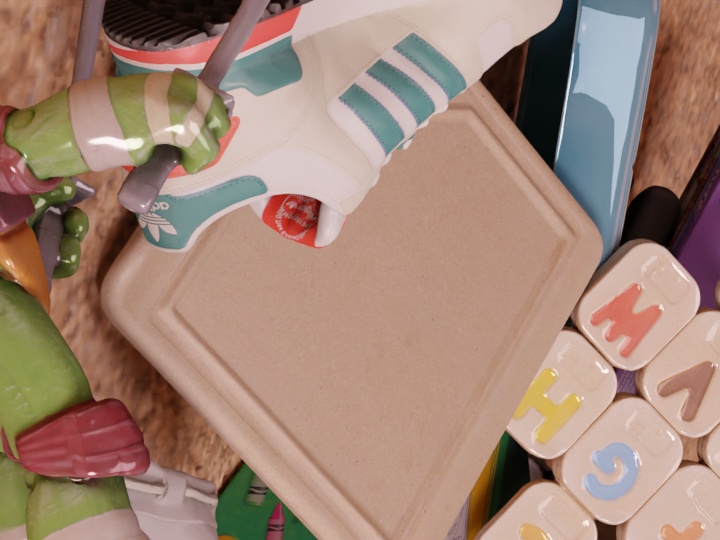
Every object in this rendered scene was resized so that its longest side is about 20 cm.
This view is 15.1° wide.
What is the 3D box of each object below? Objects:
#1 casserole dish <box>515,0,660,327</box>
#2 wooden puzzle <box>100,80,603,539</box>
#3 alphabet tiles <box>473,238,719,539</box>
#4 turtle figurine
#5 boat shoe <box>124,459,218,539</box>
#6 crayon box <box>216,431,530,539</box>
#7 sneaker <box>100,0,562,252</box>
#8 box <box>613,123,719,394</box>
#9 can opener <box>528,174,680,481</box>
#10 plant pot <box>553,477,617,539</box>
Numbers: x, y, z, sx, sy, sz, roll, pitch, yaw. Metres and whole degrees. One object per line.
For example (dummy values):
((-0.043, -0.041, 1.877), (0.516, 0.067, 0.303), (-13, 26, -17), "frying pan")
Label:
((0.091, -0.060, 1.142), (0.121, 0.039, 0.200), (-99, -164, -70), "casserole dish")
((0.000, 0.000, 1.010), (0.200, 0.037, 0.185), (52, 56, -33), "wooden puzzle")
((0.149, 0.087, 1.121), (0.196, 0.200, 0.015), (-45, -167, -5), "alphabet tiles")
((-0.068, -0.005, 0.750), (0.200, 0.144, 0.194), (-19, 96, -52), "turtle figurine")
((-0.098, 0.072, 0.871), (0.200, 0.072, 0.066), (31, 60, -57), "boat shoe")
((-0.003, 0.108, 1.097), (0.200, 0.058, 0.119), (-53, 148, -36), "crayon box")
((-0.008, -0.061, 0.937), (0.200, 0.070, 0.093), (-19, 118, -44), "sneaker")
((0.166, -0.012, 1.284), (0.200, 0.039, 0.137), (-62, 179, 9), "box")
((0.085, 0.040, 1.260), (0.200, 0.053, 0.066), (-62, -173, -19), "can opener")
((0.149, 0.193, 1.217), (0.200, 0.134, 0.201), (5, 90, -75), "plant pot")
